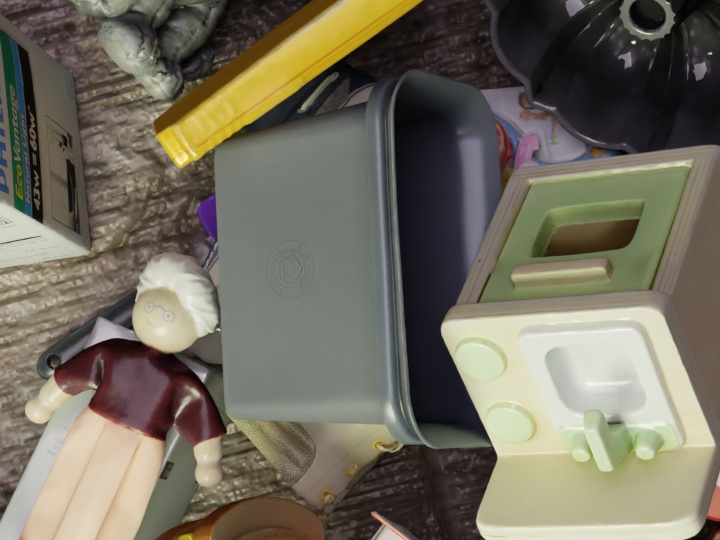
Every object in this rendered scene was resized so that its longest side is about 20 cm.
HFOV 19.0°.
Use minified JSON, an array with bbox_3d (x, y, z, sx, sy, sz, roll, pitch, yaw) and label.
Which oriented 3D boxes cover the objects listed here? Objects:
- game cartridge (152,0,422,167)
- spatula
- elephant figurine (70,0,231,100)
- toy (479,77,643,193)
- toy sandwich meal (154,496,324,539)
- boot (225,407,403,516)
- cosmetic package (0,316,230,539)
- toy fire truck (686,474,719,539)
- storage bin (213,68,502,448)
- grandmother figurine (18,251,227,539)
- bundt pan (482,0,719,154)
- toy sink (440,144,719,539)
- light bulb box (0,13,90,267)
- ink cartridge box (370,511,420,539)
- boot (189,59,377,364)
[{"bbox_3d":[-0.032,-0.129,1.236,0.199,0.176,0.033,-38,99,-1],"label":"game cartridge"},{"bbox_3d":[-0.120,0.007,1.346,0.199,0.021,0.057,-37,77,2],"label":"spatula"},{"bbox_3d":[-0.082,-0.210,1.322,0.200,0.142,0.155,-40,93,7],"label":"elephant figurine"},{"bbox_3d":[0.077,-0.059,1.315,0.198,0.047,0.116,-3,79,7],"label":"toy"},{"bbox_3d":[-0.062,0.227,1.176,0.070,0.205,0.207,-6,80,34],"label":"toy sandwich meal"},{"bbox_3d":[0.034,0.091,1.287,0.200,0.073,0.156,39,94,1],"label":"boot"},{"bbox_3d":[-0.154,0.138,1.287,0.081,0.113,0.201,23,87,11],"label":"cosmetic package"},{"bbox_3d":[0.209,0.158,1.232,0.200,0.112,0.168,40,107,2],"label":"toy fire truck"},{"bbox_3d":[0.000,0.000,1.201,0.133,0.145,0.202,-5,85,30],"label":"storage bin"},{"bbox_3d":[-0.130,0.087,1.208,0.120,0.061,0.201,21,87,0],"label":"grandmother figurine"},{"bbox_3d":[0.174,-0.167,1.246,0.200,0.203,0.076,18,42,11],"label":"bundt pan"},{"bbox_3d":[0.128,0.036,1.156,0.129,0.113,0.201,-5,39,30],"label":"toy sink"},{"bbox_3d":[-0.285,-0.068,1.291,0.196,0.200,0.126,-9,80,6],"label":"light bulb box"},{"bbox_3d":[0.081,0.216,1.208,0.200,0.174,0.044,37,88,12],"label":"ink cartridge box"},{"bbox_3d":[-0.053,-0.040,1.318,0.200,0.073,0.090,-51,44,-2],"label":"boot"}]
